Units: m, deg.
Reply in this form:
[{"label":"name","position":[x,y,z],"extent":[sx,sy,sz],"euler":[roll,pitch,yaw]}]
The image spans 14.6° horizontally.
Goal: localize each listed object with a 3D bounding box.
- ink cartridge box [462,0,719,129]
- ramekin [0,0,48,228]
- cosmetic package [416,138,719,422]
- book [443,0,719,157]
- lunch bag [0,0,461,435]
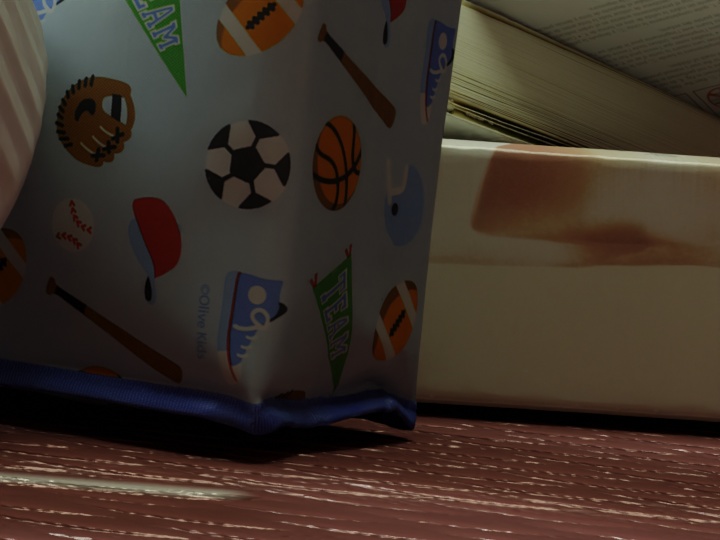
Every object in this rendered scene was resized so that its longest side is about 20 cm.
[{"label":"ink cartridge box","position":[0.102,-0.084,1.051],"extent":[0.199,0.044,0.173],"euler":[-13,-32,34]},{"label":"ramekin","position":[-0.176,-0.050,0.752],"extent":[0.201,0.203,0.094],"euler":[6,-35,30]},{"label":"cosmetic package","position":[0.084,0.002,0.944],"extent":[0.199,0.088,0.103],"euler":[4,2,-3]},{"label":"book","position":[0.076,-0.028,1.079],"extent":[0.199,0.048,0.133],"euler":[19,-28,-29]},{"label":"lunch bag","position":[-0.076,-0.044,0.849],"extent":[0.199,0.171,0.124],"euler":[5,-2,30]}]
